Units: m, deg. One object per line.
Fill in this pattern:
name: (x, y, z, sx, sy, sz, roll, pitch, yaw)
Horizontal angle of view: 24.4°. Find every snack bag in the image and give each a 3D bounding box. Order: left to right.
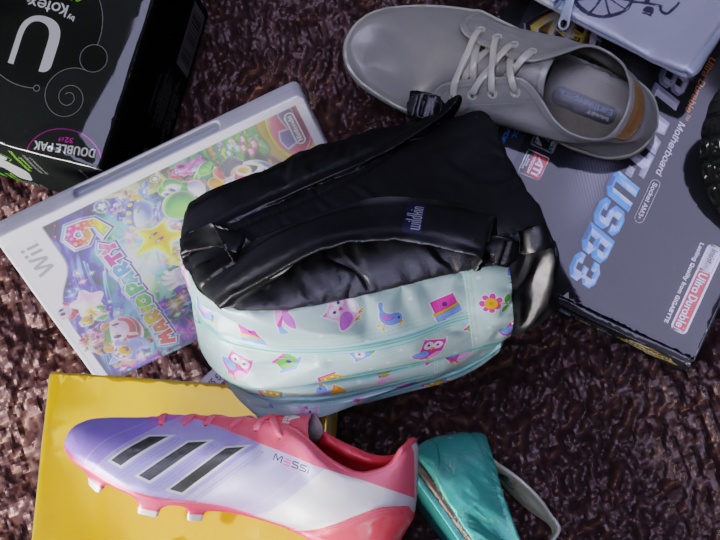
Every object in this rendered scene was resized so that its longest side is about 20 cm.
snack bag: (0.165, -0.219, 1.029, 0.199, 0.021, 0.189, 32, 63, 18)

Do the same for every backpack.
backpack: (0.000, 0.000, 0.942, 0.198, 0.127, 0.167, -17, 36, -6)

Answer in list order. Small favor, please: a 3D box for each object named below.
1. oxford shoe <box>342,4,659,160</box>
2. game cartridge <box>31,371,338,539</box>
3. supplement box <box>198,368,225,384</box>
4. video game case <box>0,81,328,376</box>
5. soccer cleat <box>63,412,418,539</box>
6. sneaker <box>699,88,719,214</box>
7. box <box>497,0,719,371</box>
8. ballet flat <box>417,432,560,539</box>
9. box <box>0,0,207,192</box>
oxford shoe: (0.083, -0.119, 1.000, 0.198, 0.058, 0.076, 18, 86, 13)
game cartridge: (-0.107, 0.165, 0.976, 0.174, 0.032, 0.202, 4, 83, 8)
supplement box: (-0.050, 0.163, 1.013, 0.109, 0.061, 0.200, -43, 78, -1)
video game case: (-0.101, -0.018, 1.018, 0.199, 0.144, 0.018, -25, 44, 3)
soccer cleat: (-0.064, 0.104, 0.926, 0.198, 0.067, 0.077, 16, 101, 5)
sneaker: (0.273, -0.041, 0.978, 0.091, 0.076, 0.200, -49, 114, -21)
box: (0.156, -0.069, 1.034, 0.197, 0.050, 0.201, 26, 85, 12)
ballet flat: (0.098, 0.183, 0.990, 0.070, 0.067, 0.201, -27, 80, -12)
box: (-0.219, -0.140, 1.056, 0.198, 0.124, 0.150, 15, 81, 9)
